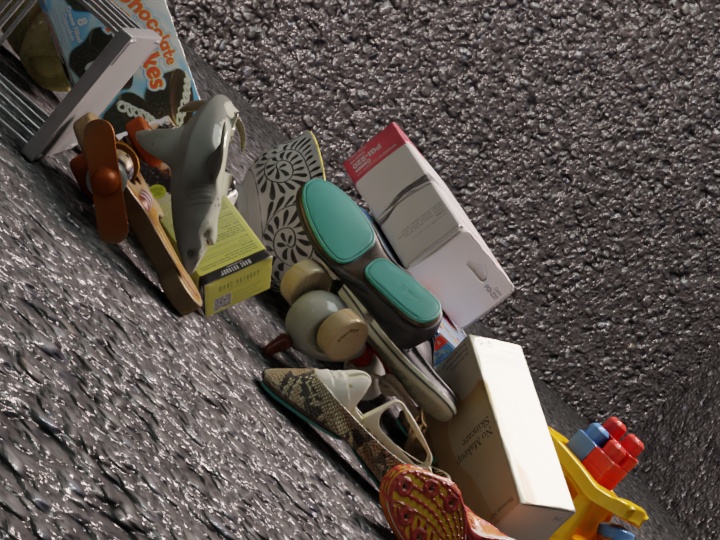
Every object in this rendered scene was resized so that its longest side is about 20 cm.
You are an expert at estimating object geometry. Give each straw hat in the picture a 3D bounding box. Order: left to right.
[{"bbox_3d":[-0.300,-0.229,1.622,0.201,0.200,0.085,43,42,-20],"label":"straw hat"}]

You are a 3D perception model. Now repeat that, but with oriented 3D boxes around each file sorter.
[{"bbox_3d":[-0.281,-0.199,1.439,0.124,0.139,0.200,41,6,-5],"label":"file sorter"}]

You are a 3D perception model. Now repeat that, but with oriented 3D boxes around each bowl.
[{"bbox_3d":[-0.096,-0.055,1.788,0.201,0.093,0.203,176,-90,-79],"label":"bowl"}]

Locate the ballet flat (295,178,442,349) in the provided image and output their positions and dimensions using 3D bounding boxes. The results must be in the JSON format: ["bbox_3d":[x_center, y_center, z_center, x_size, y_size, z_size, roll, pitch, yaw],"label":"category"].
[{"bbox_3d":[0.000,0.000,1.543,0.200,0.073,0.073,47,6,18],"label":"ballet flat"}]

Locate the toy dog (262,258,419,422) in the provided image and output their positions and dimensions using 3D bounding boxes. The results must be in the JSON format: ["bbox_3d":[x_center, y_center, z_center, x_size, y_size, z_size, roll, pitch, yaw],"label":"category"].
[{"bbox_3d":[-0.035,0.086,1.560,0.201,0.096,0.132,59,-6,-34],"label":"toy dog"}]

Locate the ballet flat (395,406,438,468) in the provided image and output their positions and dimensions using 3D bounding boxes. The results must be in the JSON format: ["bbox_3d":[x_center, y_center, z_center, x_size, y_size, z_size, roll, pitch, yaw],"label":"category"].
[{"bbox_3d":[0.080,0.175,1.699,0.068,0.072,0.200,50,5,-4],"label":"ballet flat"}]

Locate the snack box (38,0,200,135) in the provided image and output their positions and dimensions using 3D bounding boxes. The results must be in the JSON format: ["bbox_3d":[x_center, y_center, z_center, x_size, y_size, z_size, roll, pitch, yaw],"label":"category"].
[{"bbox_3d":[-0.238,-0.216,1.569,0.202,0.115,0.037,71,-16,-11],"label":"snack box"}]

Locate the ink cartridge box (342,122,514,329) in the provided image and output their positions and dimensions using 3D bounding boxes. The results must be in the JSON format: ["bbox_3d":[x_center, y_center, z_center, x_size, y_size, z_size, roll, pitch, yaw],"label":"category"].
[{"bbox_3d":[0.078,-0.050,1.808,0.146,0.085,0.201,46,9,-46],"label":"ink cartridge box"}]

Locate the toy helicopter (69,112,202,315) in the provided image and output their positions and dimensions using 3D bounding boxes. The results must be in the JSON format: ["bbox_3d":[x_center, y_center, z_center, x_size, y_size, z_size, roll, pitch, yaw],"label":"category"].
[{"bbox_3d":[-0.193,-0.052,1.370,0.201,0.078,0.132,60,3,15],"label":"toy helicopter"}]

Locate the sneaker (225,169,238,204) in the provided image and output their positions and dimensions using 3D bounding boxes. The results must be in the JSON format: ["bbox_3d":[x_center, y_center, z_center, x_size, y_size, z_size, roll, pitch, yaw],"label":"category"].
[{"bbox_3d":[-0.167,-0.070,1.589,0.076,0.088,0.200,45,7,-12],"label":"sneaker"}]

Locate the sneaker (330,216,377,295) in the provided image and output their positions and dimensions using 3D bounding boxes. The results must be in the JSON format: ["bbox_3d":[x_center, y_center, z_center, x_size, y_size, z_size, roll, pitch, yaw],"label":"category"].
[{"bbox_3d":[-0.015,0.001,1.874,0.201,0.088,0.077,98,-18,-56],"label":"sneaker"}]

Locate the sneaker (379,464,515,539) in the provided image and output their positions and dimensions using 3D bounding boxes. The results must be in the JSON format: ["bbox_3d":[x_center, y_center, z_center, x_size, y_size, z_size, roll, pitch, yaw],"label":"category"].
[{"bbox_3d":[0.069,0.227,1.378,0.077,0.073,0.200,19,-20,46],"label":"sneaker"}]

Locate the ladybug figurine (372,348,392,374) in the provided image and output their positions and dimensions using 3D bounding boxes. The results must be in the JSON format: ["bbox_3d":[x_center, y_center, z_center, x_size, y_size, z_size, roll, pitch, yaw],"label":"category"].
[{"bbox_3d":[0.018,0.086,1.851,0.136,0.072,0.200,55,7,15],"label":"ladybug figurine"}]

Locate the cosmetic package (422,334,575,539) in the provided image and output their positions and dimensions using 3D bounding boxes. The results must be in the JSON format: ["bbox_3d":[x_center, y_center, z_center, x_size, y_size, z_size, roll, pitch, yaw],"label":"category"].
[{"bbox_3d":[0.130,0.175,1.551,0.071,0.105,0.201,13,43,-30],"label":"cosmetic package"}]

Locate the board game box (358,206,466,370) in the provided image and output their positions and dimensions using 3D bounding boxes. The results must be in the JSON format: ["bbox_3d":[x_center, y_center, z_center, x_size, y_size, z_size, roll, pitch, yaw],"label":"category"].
[{"bbox_3d":[0.062,0.053,1.776,0.196,0.056,0.201,44,12,-52],"label":"board game box"}]

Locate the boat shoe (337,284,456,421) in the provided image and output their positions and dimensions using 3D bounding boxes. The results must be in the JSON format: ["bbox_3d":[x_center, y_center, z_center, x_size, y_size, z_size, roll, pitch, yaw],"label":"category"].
[{"bbox_3d":[0.046,0.070,1.584,0.200,0.062,0.075,53,-7,42],"label":"boat shoe"}]

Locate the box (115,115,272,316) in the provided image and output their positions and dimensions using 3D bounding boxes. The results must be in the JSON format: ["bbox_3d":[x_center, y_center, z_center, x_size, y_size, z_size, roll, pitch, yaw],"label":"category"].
[{"bbox_3d":[-0.163,-0.053,1.473,0.200,0.075,0.050,51,-28,28],"label":"box"}]

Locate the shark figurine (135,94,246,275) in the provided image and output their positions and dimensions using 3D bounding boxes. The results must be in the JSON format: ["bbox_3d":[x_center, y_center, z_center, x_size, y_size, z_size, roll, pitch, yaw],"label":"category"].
[{"bbox_3d":[-0.150,-0.116,1.387,0.089,0.129,0.215,8,41,-1],"label":"shark figurine"}]

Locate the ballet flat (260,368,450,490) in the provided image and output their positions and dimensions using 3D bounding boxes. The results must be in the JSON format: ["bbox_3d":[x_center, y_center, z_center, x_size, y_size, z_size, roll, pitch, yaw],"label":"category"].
[{"bbox_3d":[0.004,0.136,1.413,0.200,0.075,0.068,44,7,-11],"label":"ballet flat"}]

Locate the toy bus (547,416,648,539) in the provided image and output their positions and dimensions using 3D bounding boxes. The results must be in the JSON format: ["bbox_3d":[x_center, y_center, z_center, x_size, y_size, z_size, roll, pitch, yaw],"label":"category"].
[{"bbox_3d":[0.229,0.252,1.643,0.200,0.192,0.136,50,6,30],"label":"toy bus"}]
